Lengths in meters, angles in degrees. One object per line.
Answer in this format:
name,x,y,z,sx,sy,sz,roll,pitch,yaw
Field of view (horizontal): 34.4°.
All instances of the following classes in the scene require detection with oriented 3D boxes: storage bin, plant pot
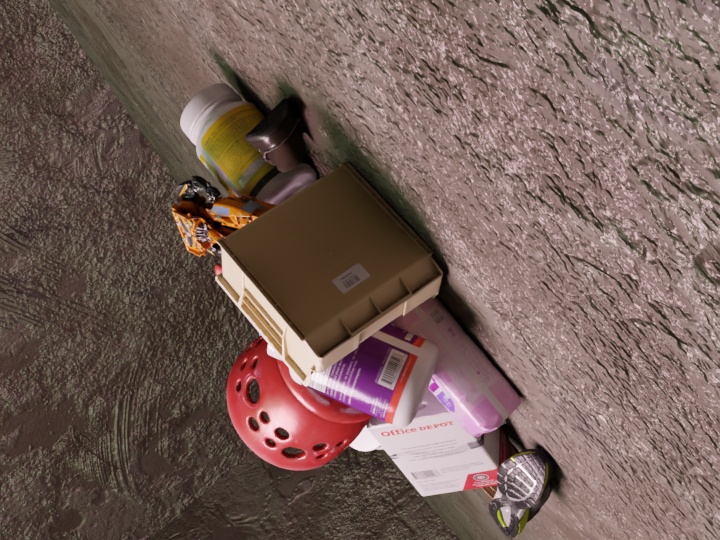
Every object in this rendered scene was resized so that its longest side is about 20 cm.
storage bin,-0.037,0.003,1.383,0.199,0.199,0.094,47,156,23
plant pot,-0.060,0.151,1.600,0.201,0.200,0.182,51,137,2

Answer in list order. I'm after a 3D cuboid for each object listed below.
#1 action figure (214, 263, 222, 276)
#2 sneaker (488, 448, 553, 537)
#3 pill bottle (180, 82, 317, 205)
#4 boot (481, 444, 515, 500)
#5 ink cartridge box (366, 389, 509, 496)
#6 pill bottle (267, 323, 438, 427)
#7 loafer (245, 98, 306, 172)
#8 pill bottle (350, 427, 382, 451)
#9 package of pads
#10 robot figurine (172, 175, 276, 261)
action figure,-0.127,0.027,1.680,0.199,0.065,0.100,4,123,57
sneaker,0.239,0.304,1.665,0.074,0.081,0.201,44,150,20
pill bottle,-0.162,-0.167,1.659,0.200,0.114,0.114,48,171,20
boot,0.199,0.299,1.850,0.201,0.073,0.155,60,175,28
ink cartridge box,0.116,0.235,1.691,0.200,0.143,0.084,54,-148,-42
pill bottle,-0.010,0.107,1.441,0.198,0.113,0.113,23,165,9
loafer,-0.097,-0.168,1.498,0.071,0.073,0.200,47,180,-4
pill bottle,0.047,0.234,1.944,0.114,0.114,0.200,48,-156,16
package of pads,0.119,0.124,1.530,0.200,0.075,0.121,50,167,6
robot figurine,-0.179,-0.056,1.601,0.198,0.058,0.146,13,136,33
